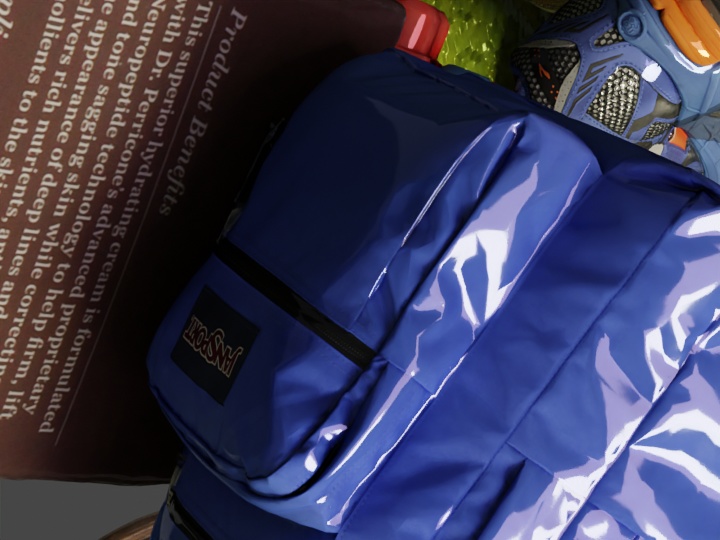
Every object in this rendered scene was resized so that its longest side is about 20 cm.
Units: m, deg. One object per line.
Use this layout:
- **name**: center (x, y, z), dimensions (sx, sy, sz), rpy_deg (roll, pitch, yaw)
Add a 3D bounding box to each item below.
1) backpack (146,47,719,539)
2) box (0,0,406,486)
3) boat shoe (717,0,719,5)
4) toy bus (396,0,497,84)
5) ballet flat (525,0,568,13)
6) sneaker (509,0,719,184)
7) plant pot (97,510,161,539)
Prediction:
- **backpack**: center (0.022, 0.051, 0.709), dimensions (0.168, 0.162, 0.200), rpy_deg (30, 92, -24)
- **box**: center (-0.130, -0.046, 0.731), dimensions (0.200, 0.164, 0.166), rpy_deg (8, 108, -50)
- **boat shoe**: center (0.144, -0.089, 0.995), dimensions (0.200, 0.068, 0.072), rpy_deg (-32, 171, 33)
- **toy bus**: center (0.000, 0.000, 0.899), dimensions (0.200, 0.135, 0.193), rpy_deg (14, 96, -83)
- **ballet flat**: center (0.108, -0.133, 1.015), dimensions (0.200, 0.071, 0.071), rpy_deg (-22, 130, -37)
- **sneaker**: center (0.090, -0.063, 0.903), dimensions (0.078, 0.075, 0.200), rpy_deg (-25, 163, 2)
- **plant pot**: center (-0.034, 0.228, 0.996), dimensions (0.200, 0.198, 0.201), rpy_deg (-27, 133, -32)
